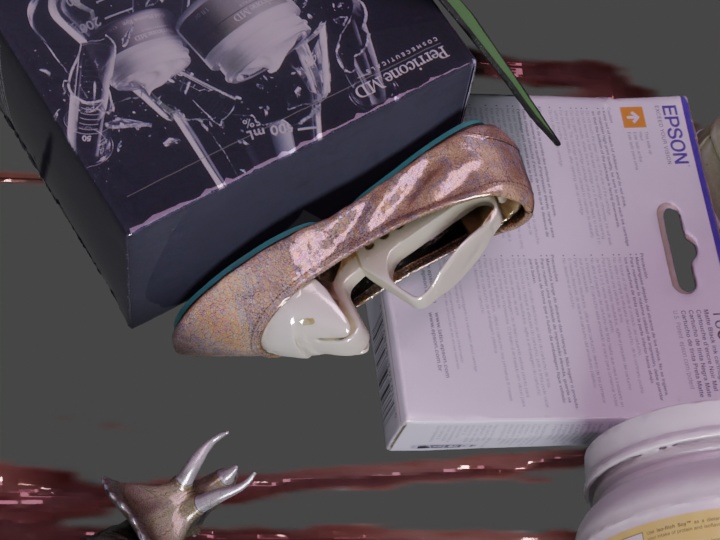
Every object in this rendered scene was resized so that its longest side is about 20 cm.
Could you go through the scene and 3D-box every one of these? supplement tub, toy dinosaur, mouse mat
[{"bbox_3d":[0.177,0.176,1.004,0.144,0.146,0.201,4,62,-15],"label":"supplement tub"},{"bbox_3d":[-0.120,0.167,0.940,0.077,0.102,0.201,23,58,-4],"label":"toy dinosaur"},{"bbox_3d":[0.031,-0.162,1.105,0.008,0.200,0.161,-36,36,8],"label":"mouse mat"}]

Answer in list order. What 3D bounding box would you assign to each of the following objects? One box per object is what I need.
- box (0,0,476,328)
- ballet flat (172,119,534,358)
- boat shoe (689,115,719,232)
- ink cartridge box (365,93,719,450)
[{"bbox_3d":[-0.075,-0.106,1.070,0.199,0.104,0.183,-28,70,-18],"label":"box"},{"bbox_3d":[0.000,0.000,1.049,0.199,0.068,0.067,-34,64,1],"label":"ballet flat"},{"bbox_3d":[0.239,0.002,1.162,0.072,0.062,0.201,-26,75,-27],"label":"boat shoe"},{"bbox_3d":[0.097,-0.003,1.131,0.198,0.041,0.201,0,62,-16],"label":"ink cartridge box"}]
